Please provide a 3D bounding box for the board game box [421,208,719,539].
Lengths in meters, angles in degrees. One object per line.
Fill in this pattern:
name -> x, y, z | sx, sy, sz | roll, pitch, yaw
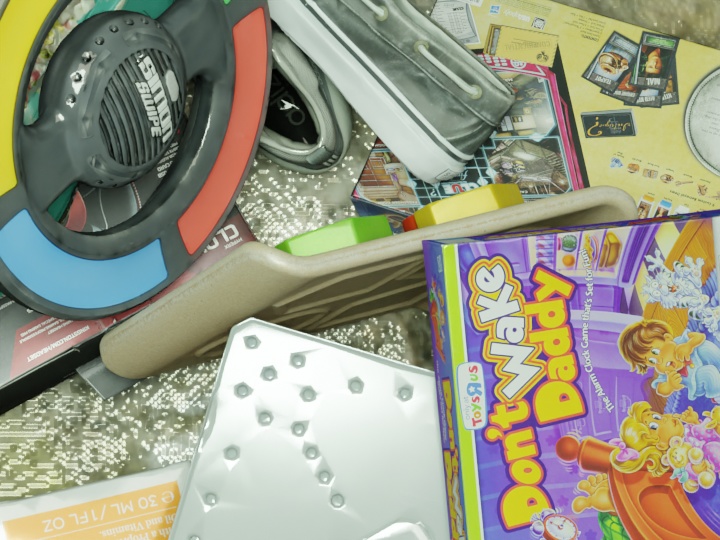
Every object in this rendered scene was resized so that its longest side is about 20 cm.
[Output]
board game box -> 0.104, 0.080, 1.098 | 0.134, 0.045, 0.200 | -6, 94, -9

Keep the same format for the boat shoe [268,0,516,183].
boat shoe -> -0.002, -0.136, 1.267 | 0.071, 0.072, 0.200 | -42, 92, 15

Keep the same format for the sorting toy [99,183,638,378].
sorting toy -> 0.000, 0.000, 1.194 | 0.200, 0.185, 0.037 | -9, 79, -31

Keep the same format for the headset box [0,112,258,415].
headset box -> -0.151, -0.035, 1.261 | 0.149, 0.075, 0.200 | -29, 82, -14

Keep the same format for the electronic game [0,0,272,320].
electronic game -> -0.107, -0.075, 1.150 | 0.042, 0.200, 0.200 | 17, 70, 35

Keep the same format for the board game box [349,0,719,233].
board game box -> 0.113, -0.059, 1.296 | 0.200, 0.035, 0.136 | 19, 73, 17

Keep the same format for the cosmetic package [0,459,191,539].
cosmetic package -> -0.106, 0.199, 1.213 | 0.101, 0.071, 0.200 | -13, 79, -12

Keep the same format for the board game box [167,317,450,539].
board game box -> 0.013, 0.142, 1.138 | 0.200, 0.026, 0.200 | 17, 91, -1

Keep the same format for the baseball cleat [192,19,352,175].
baseball cleat -> -0.077, -0.131, 1.279 | 0.200, 0.106, 0.070 | 44, 94, 6

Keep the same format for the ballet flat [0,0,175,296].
ballet flat -> -0.154, -0.069, 1.204 | 0.064, 0.076, 0.200 | 19, 68, 30
